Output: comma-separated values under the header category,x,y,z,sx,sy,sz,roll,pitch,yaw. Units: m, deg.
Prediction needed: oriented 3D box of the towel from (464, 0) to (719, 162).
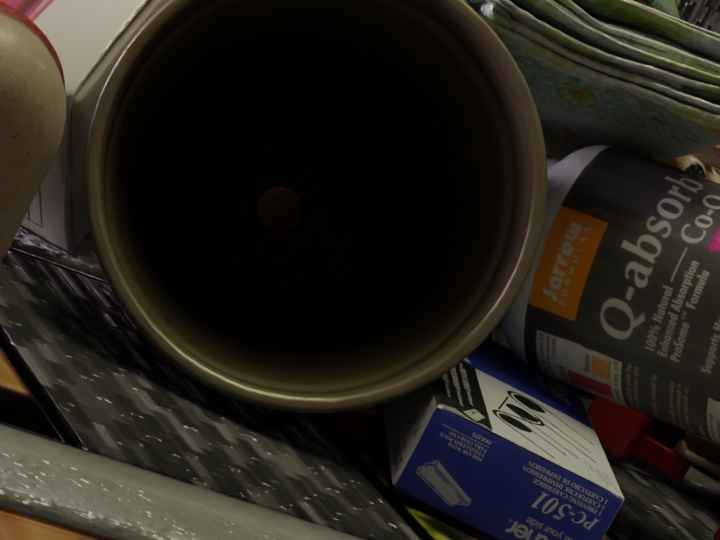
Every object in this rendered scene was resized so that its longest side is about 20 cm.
category,x,y,z,sx,sy,sz,roll,pitch,yaw
towel,0.086,-0.095,1.249,0.171,0.048,0.200,21,-12,-19

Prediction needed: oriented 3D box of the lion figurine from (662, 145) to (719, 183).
category,x,y,z,sx,sy,sz,roll,pitch,yaw
lion figurine,0.182,-0.028,1.377,0.122,0.072,0.201,38,-26,56

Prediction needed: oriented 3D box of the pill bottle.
category,x,y,z,sx,sy,sz,roll,pitch,yaw
pill bottle,0.138,0.008,1.246,0.199,0.117,0.116,21,7,22

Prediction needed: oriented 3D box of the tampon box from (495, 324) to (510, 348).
category,x,y,z,sx,sy,sz,roll,pitch,yaw
tampon box,0.150,-0.004,1.577,0.199,0.127,0.150,19,13,-40

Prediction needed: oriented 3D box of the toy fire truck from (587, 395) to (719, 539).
category,x,y,z,sx,sy,sz,roll,pitch,yaw
toy fire truck,0.193,0.098,1.400,0.141,0.049,0.200,31,10,20

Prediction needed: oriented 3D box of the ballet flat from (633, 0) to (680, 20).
category,x,y,z,sx,sy,sz,roll,pitch,yaw
ballet flat,0.082,-0.167,1.211,0.199,0.071,0.069,24,-11,-30

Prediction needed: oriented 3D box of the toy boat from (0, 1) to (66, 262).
category,x,y,z,sx,sy,sz,roll,pitch,yaw
toy boat,-0.217,-0.073,0.973,0.199,0.131,0.131,20,17,-34

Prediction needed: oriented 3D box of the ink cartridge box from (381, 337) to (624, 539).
category,x,y,z,sx,sy,sz,roll,pitch,yaw
ink cartridge box,0.060,0.074,1.198,0.094,0.044,0.200,27,10,-6

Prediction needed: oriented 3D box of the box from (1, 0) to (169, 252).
category,x,y,z,sx,sy,sz,roll,pitch,yaw
box,-0.189,-0.124,1.229,0.199,0.109,0.128,29,-30,11

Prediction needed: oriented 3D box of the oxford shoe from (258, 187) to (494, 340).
category,x,y,z,sx,sy,sz,roll,pitch,yaw
oxford shoe,0.000,0.000,1.353,0.200,0.072,0.071,19,16,-44

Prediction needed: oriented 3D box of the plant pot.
category,x,y,z,sx,sy,sz,roll,pitch,yaw
plant pot,-0.029,-0.033,1.186,0.199,0.201,0.174,25,-7,-6
